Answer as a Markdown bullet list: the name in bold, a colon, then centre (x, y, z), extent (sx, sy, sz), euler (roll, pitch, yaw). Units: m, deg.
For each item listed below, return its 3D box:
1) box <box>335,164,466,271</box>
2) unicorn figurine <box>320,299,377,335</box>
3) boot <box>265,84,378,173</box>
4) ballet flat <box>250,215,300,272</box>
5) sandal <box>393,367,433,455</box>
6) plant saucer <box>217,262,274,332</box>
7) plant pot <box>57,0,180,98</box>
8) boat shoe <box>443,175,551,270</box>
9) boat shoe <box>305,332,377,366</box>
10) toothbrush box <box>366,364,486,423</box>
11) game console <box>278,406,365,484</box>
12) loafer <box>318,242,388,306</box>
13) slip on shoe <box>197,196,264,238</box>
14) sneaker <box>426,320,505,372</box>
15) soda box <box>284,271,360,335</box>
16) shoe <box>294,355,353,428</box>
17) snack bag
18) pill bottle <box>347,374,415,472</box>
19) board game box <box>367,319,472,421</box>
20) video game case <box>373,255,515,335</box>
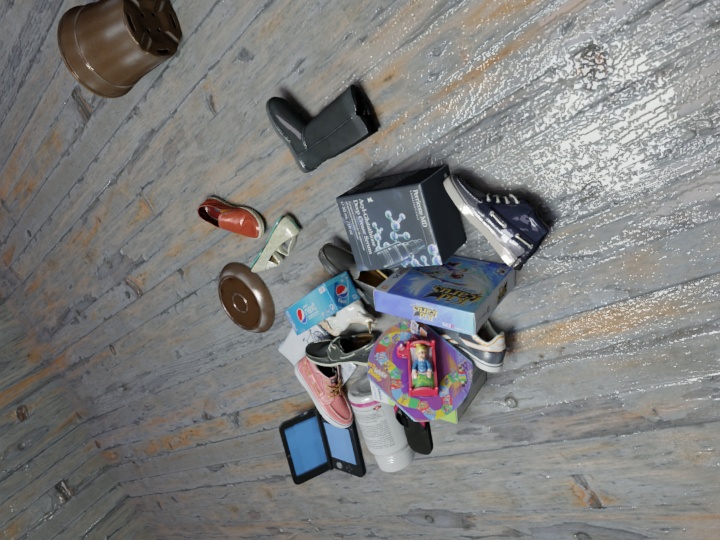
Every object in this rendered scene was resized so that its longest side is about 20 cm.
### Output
- **box**: centre (0.074, -0.093, 1.128), extent (0.196, 0.107, 0.152), euler (-5, 111, 39)
- **unicorn figurine**: centre (-0.033, 0.089, 1.354), extent (0.138, 0.073, 0.200), euler (50, 151, 3)
- **boot**: centre (-0.076, -0.294, 1.160), extent (0.198, 0.066, 0.167), euler (-20, 110, 47)
- **ballet flat**: centre (-0.197, -0.044, 1.406), extent (0.062, 0.068, 0.201), euler (39, 134, 0)
- **sandal**: centre (0.097, 0.278, 1.164), extent (0.074, 0.045, 0.205), euler (4, 118, 37)
- **plant saucer**: centre (-0.305, 0.079, 1.586), extent (0.196, 0.032, 0.205), euler (20, 127, 29)
- **plant pot**: centre (-0.507, -0.501, 1.311), extent (0.194, 0.200, 0.205), euler (-10, 109, 33)
- **boat shoe**: centre (0.233, -0.105, 1.031), extent (0.093, 0.074, 0.201), euler (-44, 80, 23)
- **boat shoe**: centre (-0.043, 0.172, 1.382), extent (0.195, 0.073, 0.068), euler (-3, 137, 26)
- **toothbrush box**: centre (0.134, 0.207, 1.227), extent (0.196, 0.145, 0.088), euler (8, 121, 34)
- **game console**: centre (-0.097, 0.467, 1.582), extent (0.167, 0.118, 0.205), euler (6, 119, 36)
- **loafer**: centre (0.000, 0.000, 1.259), extent (0.197, 0.073, 0.073), euler (33, 150, 7)
- **slip on shoe**: centre (-0.309, -0.120, 1.453), extent (0.196, 0.061, 0.076), euler (23, 126, 25)
- **sneaker**: centre (0.194, 0.114, 1.174), extent (0.197, 0.078, 0.082), euler (24, 117, 33)
- **soda box**: centre (-0.084, 0.072, 1.286), extent (0.199, 0.067, 0.065), euler (-32, 86, 54)
- **shoe**: centre (-0.074, 0.283, 1.462), extent (0.201, 0.071, 0.091), euler (52, 137, 3)
- **snack bag**: centre (-0.112, 0.215, 1.516), extent (0.200, 0.021, 0.190), euler (45, 134, 10)
- **pill bottle**: centre (0.052, 0.347, 1.395), extent (0.111, 0.113, 0.205), euler (-6, 111, 40)
- **board game box**: centre (0.106, 0.171, 1.111), extent (0.199, 0.157, 0.039), euler (38, 157, 26)
- **video game case**: centre (0.151, 0.031, 1.086), extent (0.196, 0.181, 0.047), euler (12, 122, 33)
